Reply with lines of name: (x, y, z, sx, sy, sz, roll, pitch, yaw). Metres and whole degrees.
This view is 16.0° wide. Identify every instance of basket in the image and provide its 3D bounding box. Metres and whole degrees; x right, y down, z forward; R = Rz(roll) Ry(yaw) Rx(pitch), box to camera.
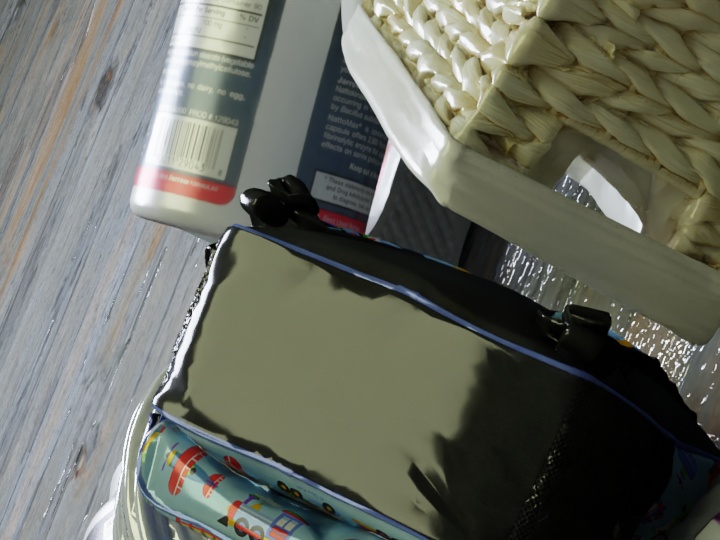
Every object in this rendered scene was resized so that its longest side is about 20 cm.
basket: (0.090, -0.082, 0.995, 0.123, 0.136, 0.200, -57, 20, 14)

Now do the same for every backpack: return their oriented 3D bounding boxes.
backpack: (0.038, 0.068, 0.978, 0.183, 0.200, 0.135, 24, 88, 31)

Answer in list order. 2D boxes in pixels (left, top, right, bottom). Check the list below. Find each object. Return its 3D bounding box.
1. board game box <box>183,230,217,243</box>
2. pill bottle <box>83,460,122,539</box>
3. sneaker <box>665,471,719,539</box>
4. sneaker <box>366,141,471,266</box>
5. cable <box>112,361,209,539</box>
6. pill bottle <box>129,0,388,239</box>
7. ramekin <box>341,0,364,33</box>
board game box: (-0.042, -0.123, 1.670, 0.148, 0.064, 0.200, -32, 37, 61)
pill bottle: (-0.097, 0.181, 1.374, 0.111, 0.111, 0.200, -56, 21, 29)
sneaker: (0.138, 0.107, 0.913, 0.200, 0.074, 0.088, -49, 6, 25)
sneaker: (0.000, 0.000, 1.382, 0.105, 0.075, 0.200, -15, 46, 62)
cable: (-0.009, 0.108, 1.079, 0.069, 0.200, 0.200, 125, 147, -49)
pill bottle: (-0.035, -0.110, 1.286, 0.120, 0.120, 0.200, -168, 93, -71)
ramekin: (0.068, -0.154, 1.189, 0.200, 0.105, 0.200, 15, -90, -74)
